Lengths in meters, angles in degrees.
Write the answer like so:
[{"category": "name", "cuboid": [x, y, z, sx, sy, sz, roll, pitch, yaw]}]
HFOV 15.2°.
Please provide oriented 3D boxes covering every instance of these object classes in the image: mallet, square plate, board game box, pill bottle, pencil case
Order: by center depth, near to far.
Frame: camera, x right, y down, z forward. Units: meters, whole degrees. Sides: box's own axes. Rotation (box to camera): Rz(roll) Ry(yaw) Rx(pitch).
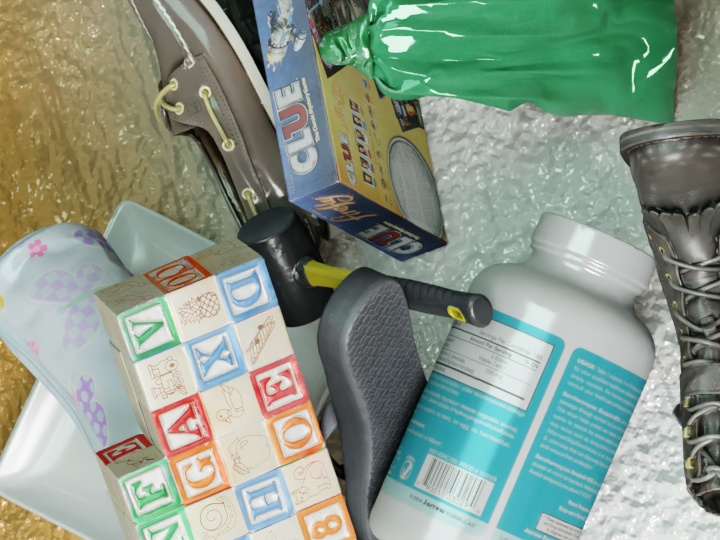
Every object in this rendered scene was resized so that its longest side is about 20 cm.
[{"category": "pill bottle", "cuboid": [0.091, 0.073, 1.465, 0.110, 0.111, 0.201, 23, 87, 32]}, {"category": "mallet", "cuboid": [0.000, 0.000, 1.489, 0.041, 0.066, 0.200, -40, 22, -26]}, {"category": "board game box", "cuboid": [-0.011, -0.118, 1.562, 0.034, 0.135, 0.201, -20, 66, 23]}, {"category": "pencil case", "cuboid": [-0.143, 0.063, 1.581, 0.091, 0.083, 0.200, -35, 59, -7]}, {"category": "square plate", "cuboid": [-0.108, 0.081, 1.622, 0.199, 0.028, 0.199, 24, 88, 32]}]

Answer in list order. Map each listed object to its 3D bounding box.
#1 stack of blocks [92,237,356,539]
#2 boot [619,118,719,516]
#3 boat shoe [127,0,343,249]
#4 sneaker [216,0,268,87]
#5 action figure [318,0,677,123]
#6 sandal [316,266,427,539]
[{"category": "stack of blocks", "cuboid": [-0.082, 0.098, 1.470, 0.115, 0.201, 0.059, -22, 18, -13]}, {"category": "boot", "cuboid": [0.182, 0.030, 1.385, 0.069, 0.200, 0.175, -7, 65, 16]}, {"category": "boat shoe", "cuboid": [-0.085, -0.093, 1.587, 0.059, 0.072, 0.201, -34, 95, -14]}, {"category": "sneaker", "cuboid": [-0.077, -0.149, 1.659, 0.200, 0.075, 0.079, 50, 131, 24]}, {"category": "action figure", "cuboid": [0.076, -0.133, 1.501, 0.199, 0.055, 0.119, -5, 110, -7]}, {"category": "sandal", "cuboid": [0.004, 0.074, 1.482, 0.043, 0.201, 0.076, 21, 48, 29]}]
